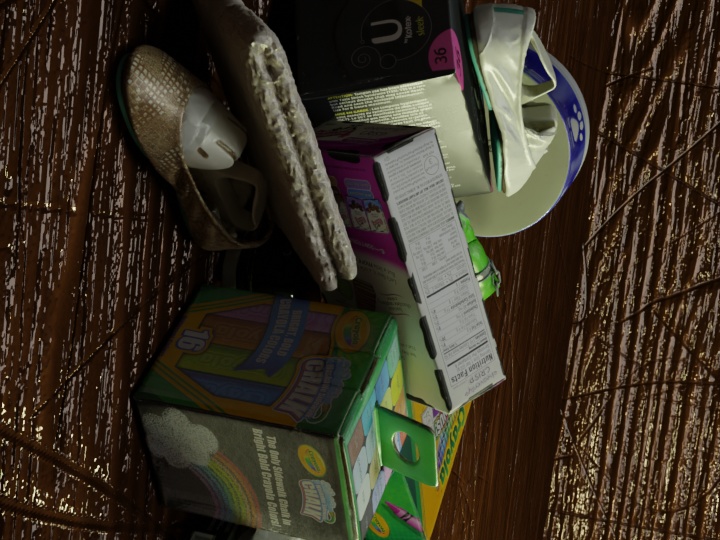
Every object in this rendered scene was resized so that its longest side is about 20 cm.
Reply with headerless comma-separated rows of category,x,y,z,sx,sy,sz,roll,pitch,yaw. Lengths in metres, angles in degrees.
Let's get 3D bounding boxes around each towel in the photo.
towel,-0.056,-0.092,0.891,0.133,0.034,0.201,51,-18,54

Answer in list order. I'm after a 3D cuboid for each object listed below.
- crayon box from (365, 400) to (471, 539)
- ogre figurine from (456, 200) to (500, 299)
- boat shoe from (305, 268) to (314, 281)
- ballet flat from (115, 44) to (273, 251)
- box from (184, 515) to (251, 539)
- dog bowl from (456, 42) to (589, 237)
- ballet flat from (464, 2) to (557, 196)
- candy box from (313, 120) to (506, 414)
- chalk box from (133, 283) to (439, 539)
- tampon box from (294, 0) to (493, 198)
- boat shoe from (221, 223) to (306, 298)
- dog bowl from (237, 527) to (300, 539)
crayon box,0.040,0.115,1.119,0.200,0.058,0.119,-67,147,-47
ogre figurine,0.050,0.008,1.316,0.098,0.199,0.121,-121,-161,-61
boat shoe,0.000,0.000,1.159,0.073,0.063,0.200,-43,177,1
ballet flat,-0.099,-0.077,0.881,0.200,0.065,0.071,66,37,-61
box,-0.092,0.203,1.104,0.200,0.035,0.111,-62,155,-48
dog bowl,0.133,-0.139,1.393,0.079,0.199,0.201,-49,144,-56
ballet flat,0.132,-0.137,1.103,0.201,0.069,0.070,72,31,-47
candy box,0.021,-0.006,0.982,0.061,0.136,0.201,-27,112,-28
chalk box,-0.037,0.105,0.945,0.124,0.199,0.125,-64,157,-45
tampon box,0.030,-0.163,1.097,0.200,0.125,0.151,62,22,-63
boat shoe,-0.046,-0.038,1.078,0.200,0.066,0.075,-56,150,-55
dog bowl,-0.076,0.272,1.029,0.200,0.058,0.201,11,90,-74
